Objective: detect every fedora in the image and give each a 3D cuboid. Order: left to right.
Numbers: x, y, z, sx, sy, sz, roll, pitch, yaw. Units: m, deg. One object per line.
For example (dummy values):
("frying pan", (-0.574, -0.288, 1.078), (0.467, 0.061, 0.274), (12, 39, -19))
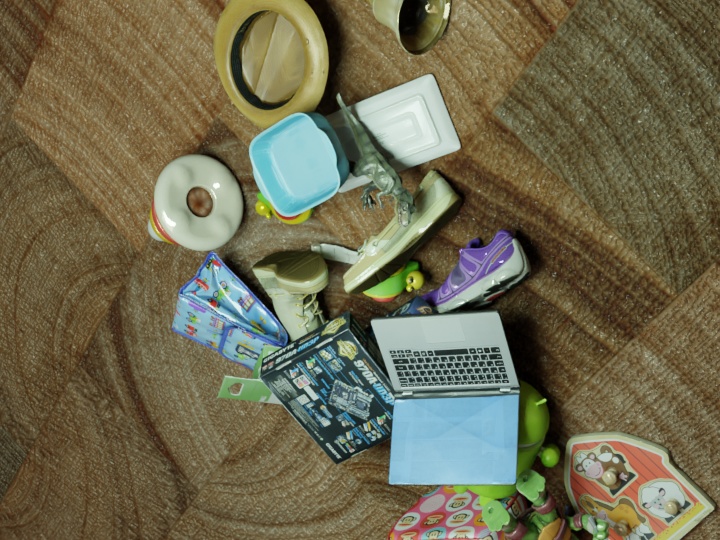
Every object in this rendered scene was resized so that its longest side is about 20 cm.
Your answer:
("fedora", (-0.109, -0.296, 1.607), (0.198, 0.082, 0.204), (13, 117, 27))

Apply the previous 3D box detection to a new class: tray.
("tray", (0.029, -0.181, 1.584), (0.198, 0.022, 0.109), (-18, 104, 27))

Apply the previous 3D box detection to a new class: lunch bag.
("lunch bag", (-0.188, 0.088, 1.840), (0.199, 0.094, 0.151), (35, 152, 4))
("lunch bag", (0.142, 0.387, 1.719), (0.198, 0.176, 0.083), (-12, 106, 38))

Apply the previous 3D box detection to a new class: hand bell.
("hand bell", (0.009, -0.355, 1.507), (0.198, 0.103, 0.106), (27, 127, 35))

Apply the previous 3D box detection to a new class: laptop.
("laptop", (0.109, 0.170, 1.553), (0.184, 0.116, 0.202), (-5, 122, 24))

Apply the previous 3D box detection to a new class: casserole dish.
("casserole dish", (-0.080, -0.147, 1.590), (0.199, 0.039, 0.123), (-21, 96, 54))

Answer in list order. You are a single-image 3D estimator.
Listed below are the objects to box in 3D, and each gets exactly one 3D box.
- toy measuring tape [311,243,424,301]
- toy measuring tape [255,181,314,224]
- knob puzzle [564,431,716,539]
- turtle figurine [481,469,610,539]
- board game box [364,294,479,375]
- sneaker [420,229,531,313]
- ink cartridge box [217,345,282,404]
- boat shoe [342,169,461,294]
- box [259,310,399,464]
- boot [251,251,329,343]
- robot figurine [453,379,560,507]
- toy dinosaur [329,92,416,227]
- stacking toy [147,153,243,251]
("toy measuring tape", (0.000, 0.000, 1.680), (0.197, 0.073, 0.075), (13, 120, 29))
("toy measuring tape", (-0.067, -0.117, 1.687), (0.198, 0.074, 0.074), (-23, 100, 26))
("knob puzzle", (0.361, 0.308, 1.622), (0.217, 0.030, 0.223), (16, 122, 28))
("turtle figurine", (0.265, 0.376, 1.594), (0.142, 0.202, 0.194), (-21, 132, 31))
("board game box", (0.075, 0.120, 1.666), (0.135, 0.035, 0.200), (40, 147, -9))
("sneaker", (0.153, 0.006, 1.600), (0.199, 0.080, 0.085), (-34, 67, 42))
("ink cartridge box", (-0.110, 0.161, 1.765), (0.197, 0.060, 0.104), (8, 157, -11))
("boat shoe", (0.047, -0.049, 1.589), (0.200, 0.073, 0.063), (-43, 75, 7))
("box", (-0.026, 0.173, 1.680), (0.158, 0.046, 0.201), (-29, 118, 20))
("boot", (-0.080, 0.054, 1.741), (0.199, 0.072, 0.157), (8, 125, 62))
("robot figurine", (0.195, 0.237, 1.644), (0.174, 0.116, 0.202), (27, 125, 13))
("toy dinosaur", (0.009, -0.133, 1.570), (0.201, 0.047, 0.088), (57, 137, 12))
("stacking toy", (-0.282, -0.090, 1.828), (0.199, 0.145, 0.148), (-17, 104, 58))
